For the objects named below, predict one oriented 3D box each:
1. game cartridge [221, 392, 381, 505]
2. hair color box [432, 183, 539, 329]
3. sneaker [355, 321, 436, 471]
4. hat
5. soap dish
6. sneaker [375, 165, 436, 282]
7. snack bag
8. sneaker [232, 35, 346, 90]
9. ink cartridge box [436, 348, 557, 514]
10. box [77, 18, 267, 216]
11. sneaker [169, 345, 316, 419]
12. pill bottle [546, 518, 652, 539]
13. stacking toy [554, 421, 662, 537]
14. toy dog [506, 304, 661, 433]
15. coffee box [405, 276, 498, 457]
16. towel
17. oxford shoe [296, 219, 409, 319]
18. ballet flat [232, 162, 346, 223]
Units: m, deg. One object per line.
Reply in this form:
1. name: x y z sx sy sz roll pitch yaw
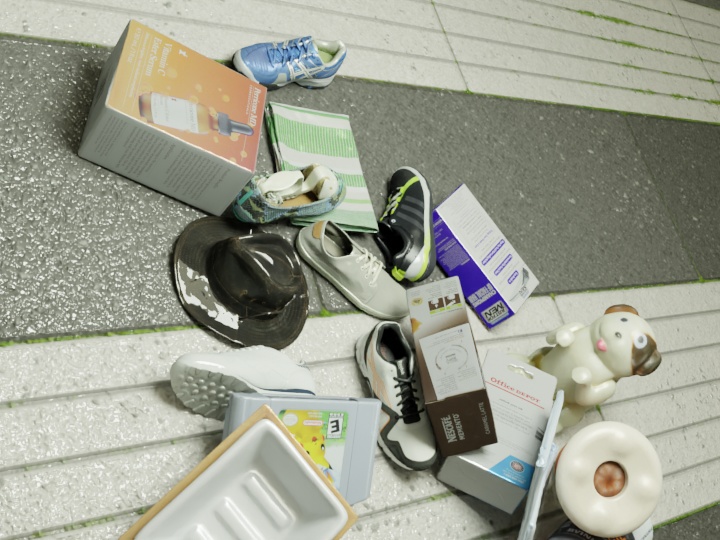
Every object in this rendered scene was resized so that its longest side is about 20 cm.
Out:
1. game cartridge: -0.067 0.212 1.095 0.197 0.040 0.136 6 95 -32
2. hair color box: 0.181 -0.023 1.477 0.201 0.065 0.109 51 41 0
3. sneaker: 0.048 0.160 1.229 0.073 0.080 0.203 -14 71 -23
4. hat: -0.131 0.000 1.189 0.198 0.081 0.204 20 53 -29
5. soap dish: -0.124 0.265 0.978 0.200 0.081 0.158 -41 91 -18
6. sneaker: 0.060 -0.076 1.403 0.082 0.072 0.203 12 52 -30
7. snack bag: 0.234 0.278 1.235 0.021 0.204 0.189 14 27 15
8. sneaker: -0.105 -0.319 1.419 0.198 0.077 0.077 -15 75 -43
9. ink cartridge box: 0.192 0.216 1.306 0.114 0.067 0.201 24 46 6
10. box: -0.233 -0.191 1.204 0.197 0.106 0.155 22 50 -25
11. sneaker: -0.138 0.126 1.119 0.198 0.076 0.082 21 42 -37
12. pill bottle: 0.312 0.388 1.296 0.199 0.106 0.107 -25 80 -46
13. stacking toy: 0.313 0.273 1.312 0.143 0.200 0.149 0 88 -7
14. toy dog: 0.346 0.143 1.404 0.192 0.200 0.141 16 45 -37
15. coffee box: 0.118 0.123 1.250 0.202 0.078 0.116 -97 170 -49
16. towel: -0.057 -0.150 1.375 0.150 0.023 0.203 4 58 -33
17. oxford shoe: 0.000 0.000 1.318 0.199 0.058 0.076 38 42 -18
18. ballet flat: -0.080 -0.110 1.270 0.198 0.074 0.075 -23 79 -43
